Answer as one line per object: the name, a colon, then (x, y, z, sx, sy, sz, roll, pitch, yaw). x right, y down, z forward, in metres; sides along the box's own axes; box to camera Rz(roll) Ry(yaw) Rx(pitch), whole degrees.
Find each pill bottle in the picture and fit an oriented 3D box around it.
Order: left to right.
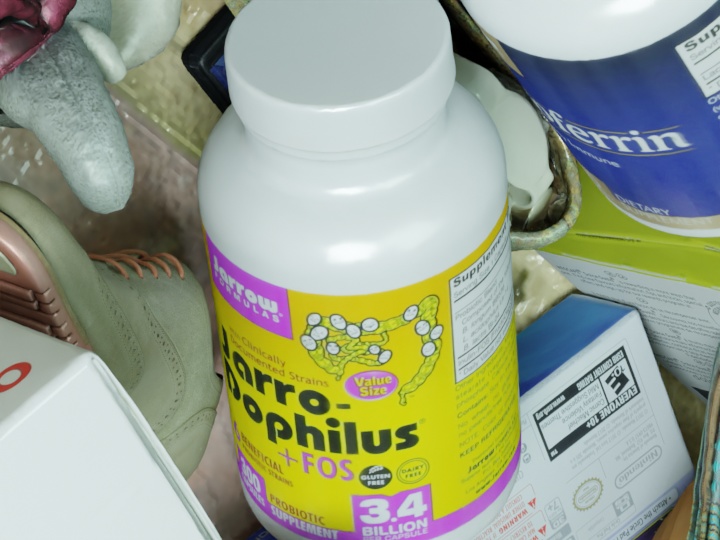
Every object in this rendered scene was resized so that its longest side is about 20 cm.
pill bottle: (0.000, 0.000, 0.967, 0.104, 0.104, 0.201, -32, 138, -26)
pill bottle: (0.095, -0.103, 0.958, 0.116, 0.115, 0.200, -59, 145, -11)

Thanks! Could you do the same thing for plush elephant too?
plush elephant: (-0.110, -0.091, 0.887, 0.164, 0.200, 0.155, -26, 137, -15)

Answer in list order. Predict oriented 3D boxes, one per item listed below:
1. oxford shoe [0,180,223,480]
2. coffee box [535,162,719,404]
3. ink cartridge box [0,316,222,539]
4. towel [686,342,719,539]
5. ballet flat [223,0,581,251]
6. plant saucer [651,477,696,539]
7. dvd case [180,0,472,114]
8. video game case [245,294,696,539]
oxford shoe: (-0.092, 0.015, 0.935, 0.074, 0.070, 0.200, -58, 159, -20)
coffee box: (0.230, -0.028, 1.104, 0.198, 0.200, 0.200, 39, 76, -34)
ink cartridge box: (-0.158, 0.079, 0.847, 0.145, 0.200, 0.084, -42, 121, -22)
towel: (0.154, 0.146, 1.060, 0.147, 0.022, 0.201, 45, 49, -46)
ballet flat: (0.015, -0.078, 1.001, 0.071, 0.071, 0.200, -51, 123, -16)
plant saucer: (0.151, 0.167, 1.107, 0.200, 0.037, 0.202, 14, 74, -58)
dvd case: (0.037, -0.100, 1.064, 0.200, 0.018, 0.143, -50, 122, -16)
video game case: (0.053, 0.139, 1.106, 0.200, 0.045, 0.182, -35, 117, -25)
